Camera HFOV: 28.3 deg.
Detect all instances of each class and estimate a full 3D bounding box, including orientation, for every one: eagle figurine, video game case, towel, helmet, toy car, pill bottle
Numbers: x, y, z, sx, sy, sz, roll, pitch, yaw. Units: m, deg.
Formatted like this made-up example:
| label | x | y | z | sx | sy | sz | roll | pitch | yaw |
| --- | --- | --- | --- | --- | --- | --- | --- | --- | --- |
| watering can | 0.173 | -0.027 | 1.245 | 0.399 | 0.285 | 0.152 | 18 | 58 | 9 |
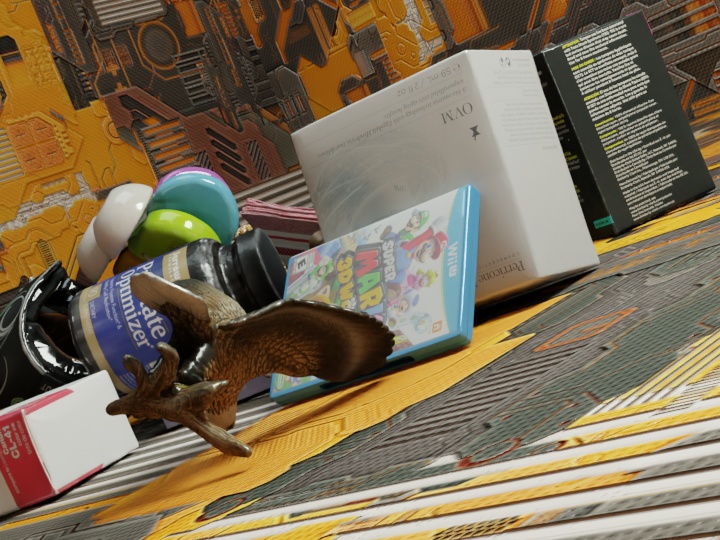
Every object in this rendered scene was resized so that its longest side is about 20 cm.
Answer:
| label | x | y | z | sx | sy | sz | roll | pitch | yaw |
| --- | --- | --- | --- | --- | --- | --- | --- | --- | --- |
| eagle figurine | -0.091 | 0.059 | 1.055 | 0.200 | 0.152 | 0.151 | -34 | -11 | -48 |
| video game case | 0.011 | 0.022 | 1.171 | 0.199 | 0.018 | 0.144 | -21 | 48 | 35 |
| towel | -0.031 | -0.019 | 1.573 | 0.143 | 0.023 | 0.200 | 8 | -23 | 25 |
| helmet | -0.323 | 0.103 | 1.578 | 0.199 | 0.201 | 0.191 | -25 | -16 | -36 |
| toy car | -0.192 | -0.036 | 1.516 | 0.151 | 0.174 | 0.200 | -64 | 12 | -25 |
| pill bottle | -0.171 | 0.036 | 1.382 | 0.199 | 0.112 | 0.112 | -24 | 2 | 10 |

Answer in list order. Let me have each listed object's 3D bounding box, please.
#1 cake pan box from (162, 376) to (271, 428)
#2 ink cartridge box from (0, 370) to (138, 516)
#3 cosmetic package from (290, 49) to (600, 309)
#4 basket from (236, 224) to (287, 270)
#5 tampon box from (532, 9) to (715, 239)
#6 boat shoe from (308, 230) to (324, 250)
| label | x | y | z | sx | sy | sz | roll | pitch | yaw |
| --- | --- | --- | --- | --- | --- | --- | --- | --- | --- |
| cake pan box | -0.104 | 0.091 | 1.457 | 0.199 | 0.053 | 0.184 | -23 | 1 | 10 |
| ink cartridge box | -0.330 | 0.175 | 1.319 | 0.199 | 0.086 | 0.148 | -20 | 4 | 23 |
| cosmetic package | 0.072 | -0.063 | 1.251 | 0.199 | 0.201 | 0.123 | -22 | -5 | 35 |
| basket | -0.171 | 0.044 | 1.759 | 0.199 | 0.150 | 0.143 | -24 | -5 | -36 |
| tampon box | 0.253 | -0.147 | 1.507 | 0.126 | 0.201 | 0.150 | -23 | 3 | -15 |
| boat shoe | 0.000 | 0.000 | 1.461 | 0.072 | 0.072 | 0.200 | -47 | -21 | -5 |
